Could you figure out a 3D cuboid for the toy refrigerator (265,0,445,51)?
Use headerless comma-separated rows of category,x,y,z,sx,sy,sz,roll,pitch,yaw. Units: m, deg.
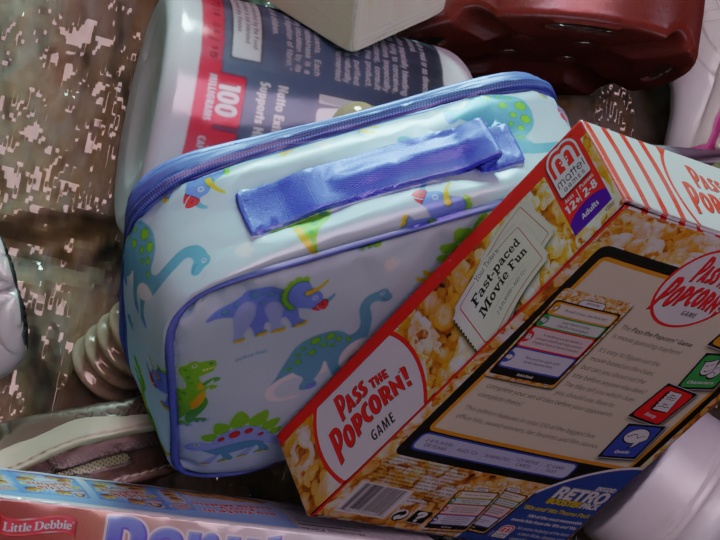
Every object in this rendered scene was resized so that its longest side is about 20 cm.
toy refrigerator,-0.046,-0.187,1.040,0.070,0.076,0.200,-28,48,-36

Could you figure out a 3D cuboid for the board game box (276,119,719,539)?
board game box,0.085,0.036,0.914,0.151,0.200,0.046,15,39,-42

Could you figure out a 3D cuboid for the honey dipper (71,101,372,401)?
honey dipper,-0.059,-0.009,0.981,0.038,0.200,0.038,30,37,-25

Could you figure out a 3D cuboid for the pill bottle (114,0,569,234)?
pill bottle,-0.008,-0.056,1.046,0.200,0.120,0.120,11,71,-14

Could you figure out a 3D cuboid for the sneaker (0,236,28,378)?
sneaker,-0.216,-0.039,1.001,0.083,0.081,0.200,-18,81,-16

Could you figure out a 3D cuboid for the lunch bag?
lunch bag,0.000,0.000,0.926,0.200,0.161,0.083,-17,59,-14

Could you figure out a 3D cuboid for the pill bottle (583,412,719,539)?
pill bottle,0.209,0.153,1.057,0.200,0.111,0.111,37,67,-4

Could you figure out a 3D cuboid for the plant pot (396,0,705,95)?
plant pot,0.098,-0.198,1.093,0.200,0.201,0.196,6,80,-16

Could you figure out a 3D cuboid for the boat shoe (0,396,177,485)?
boat shoe,-0.145,0.104,0.987,0.202,0.075,0.075,-9,85,-11

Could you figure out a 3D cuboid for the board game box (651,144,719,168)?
board game box,0.204,-0.024,1.077,0.200,0.032,0.120,3,30,-35

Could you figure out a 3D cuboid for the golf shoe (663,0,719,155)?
golf shoe,0.180,-0.139,1.168,0.091,0.075,0.200,13,75,18

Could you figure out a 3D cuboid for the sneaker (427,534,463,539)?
sneaker,0.016,0.185,1.010,0.202,0.077,0.146,-15,70,-13

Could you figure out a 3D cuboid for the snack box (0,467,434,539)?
snack box,-0.068,0.110,0.936,0.200,0.072,0.024,9,93,-17
